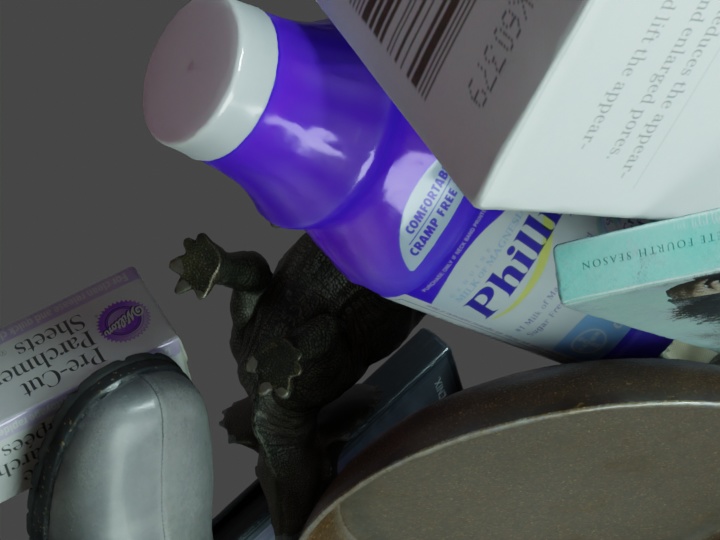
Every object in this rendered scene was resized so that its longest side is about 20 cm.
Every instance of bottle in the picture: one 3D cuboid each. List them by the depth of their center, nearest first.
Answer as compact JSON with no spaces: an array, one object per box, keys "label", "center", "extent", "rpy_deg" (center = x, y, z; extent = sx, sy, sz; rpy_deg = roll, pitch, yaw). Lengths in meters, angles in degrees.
[{"label":"bottle","center":[0.025,-0.030,0.928],"extent":[0.199,0.065,0.084],"rpy_deg":[22,105,-38]}]

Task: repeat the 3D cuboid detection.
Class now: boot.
[{"label":"boot","center":[-0.045,0.134,0.983],"extent":[0.070,0.131,0.201],"rpy_deg":[-23,131,-31]}]

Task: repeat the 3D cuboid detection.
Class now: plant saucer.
[{"label":"plant saucer","center":[0.074,0.078,1.015],"extent":[0.199,0.032,0.201],"rpy_deg":[-5,151,-3]}]

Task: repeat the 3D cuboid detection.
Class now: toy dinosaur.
[{"label":"toy dinosaur","center":[0.000,0.000,1.025],"extent":[0.201,0.077,0.102],"rpy_deg":[-57,157,3]}]

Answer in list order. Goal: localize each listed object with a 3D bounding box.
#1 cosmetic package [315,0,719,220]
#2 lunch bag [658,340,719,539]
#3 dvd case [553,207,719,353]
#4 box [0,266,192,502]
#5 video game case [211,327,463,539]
[{"label":"cosmetic package","center":[0.103,-0.124,0.883],"extent":[0.199,0.165,0.165],"rpy_deg":[2,129,-39]},{"label":"lunch bag","center":[0.182,0.013,1.128],"extent":[0.200,0.118,0.164],"rpy_deg":[-35,139,-14]},{"label":"dvd case","center":[0.163,0.000,0.910],"extent":[0.145,0.022,0.200],"rpy_deg":[-13,168,25]},{"label":"box","center":[-0.151,0.064,0.989],"extent":[0.199,0.042,0.039],"rpy_deg":[-26,141,-12]},{"label":"video game case","center":[-0.029,0.129,1.127],"extent":[0.200,0.019,0.143],"rpy_deg":[-42,145,-18]}]
